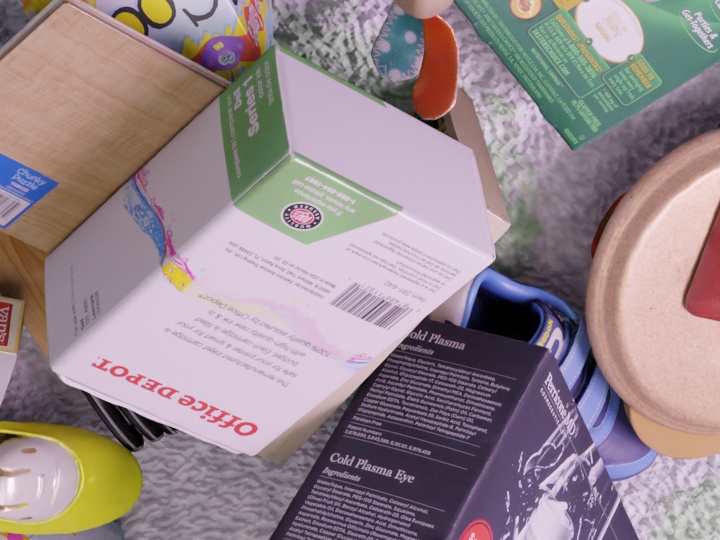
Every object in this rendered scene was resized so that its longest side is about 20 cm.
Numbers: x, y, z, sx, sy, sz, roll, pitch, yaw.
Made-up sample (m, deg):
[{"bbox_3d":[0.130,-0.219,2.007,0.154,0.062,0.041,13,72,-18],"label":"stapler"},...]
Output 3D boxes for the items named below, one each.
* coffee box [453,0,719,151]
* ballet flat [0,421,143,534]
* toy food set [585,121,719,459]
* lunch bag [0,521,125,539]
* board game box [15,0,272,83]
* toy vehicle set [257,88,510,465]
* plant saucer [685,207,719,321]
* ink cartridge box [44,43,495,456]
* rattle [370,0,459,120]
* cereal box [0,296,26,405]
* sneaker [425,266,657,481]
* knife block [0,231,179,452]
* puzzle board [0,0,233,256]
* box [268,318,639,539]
[{"bbox_3d":[0.161,-0.163,1.483,0.200,0.044,0.123,-33,118,18],"label":"coffee box"},{"bbox_3d":[-0.224,0.116,1.595,0.199,0.067,0.067,11,94,-5],"label":"ballet flat"},{"bbox_3d":[0.219,0.005,1.592,0.198,0.049,0.200,-34,118,-3],"label":"toy food set"},{"bbox_3d":[-0.237,0.200,1.642,0.199,0.171,0.122,11,120,-7],"label":"lunch bag"},{"bbox_3d":[-0.133,-0.183,1.449,0.103,0.105,0.200,-22,121,11],"label":"board game box"},{"bbox_3d":[0.000,0.000,1.557,0.026,0.124,0.200,30,116,-28],"label":"toy vehicle set"},{"bbox_3d":[0.304,-0.041,1.554,0.199,0.037,0.200,12,108,-24],"label":"plant saucer"},{"bbox_3d":[-0.052,-0.005,1.462,0.144,0.084,0.200,26,128,-35],"label":"ink cartridge box"},{"bbox_3d":[0.043,-0.202,1.455,0.143,0.130,0.200,-40,108,-28],"label":"rattle"},{"bbox_3d":[-0.295,0.037,1.573,0.199,0.040,0.144,11,158,-9],"label":"cereal box"},{"bbox_3d":[0.104,0.060,1.615,0.200,0.074,0.082,32,154,-23],"label":"sneaker"},{"bbox_3d":[-0.168,0.012,1.592,0.199,0.064,0.176,13,120,-11],"label":"knife block"},{"bbox_3d":[-0.128,-0.061,1.456,0.151,0.017,0.200,-37,135,28],"label":"puzzle board"},{"bbox_3d":[0.053,0.160,1.560,0.104,0.183,0.200,12,149,31],"label":"box"}]
